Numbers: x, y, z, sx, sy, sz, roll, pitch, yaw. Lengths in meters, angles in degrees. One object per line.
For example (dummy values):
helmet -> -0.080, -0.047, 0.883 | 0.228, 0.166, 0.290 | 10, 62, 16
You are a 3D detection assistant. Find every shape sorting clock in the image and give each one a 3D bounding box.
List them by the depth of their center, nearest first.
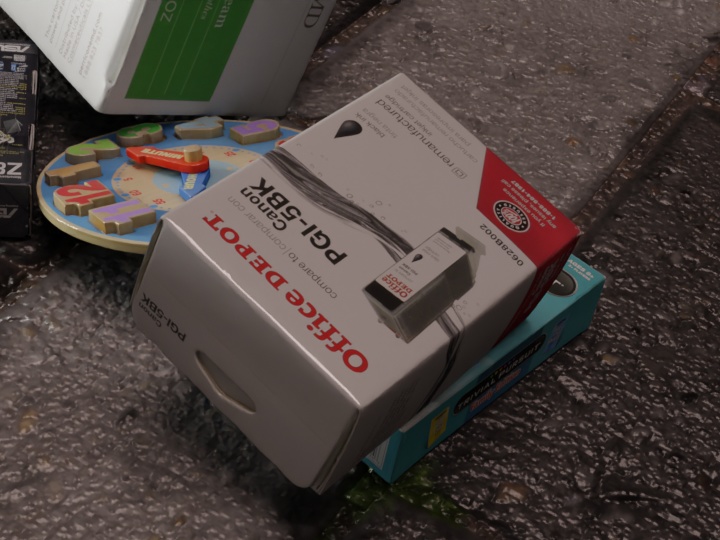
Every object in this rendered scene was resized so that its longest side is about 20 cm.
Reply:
shape sorting clock -> -0.103, -0.059, 0.899 | 0.199, 0.039, 0.200 | -3, 29, 2

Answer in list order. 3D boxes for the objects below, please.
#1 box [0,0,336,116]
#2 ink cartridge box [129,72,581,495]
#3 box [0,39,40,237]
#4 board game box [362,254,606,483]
box -> -0.129, -0.237, 0.980 | 0.171, 0.200, 0.200 | -6, 42, -46
ink cartridge box -> 0.000, 0.000, 0.769 | 0.147, 0.083, 0.200 | 42, 49, 13
box -> -0.307, -0.093, 0.913 | 0.199, 0.049, 0.162 | 2, 40, -13
board game box -> 0.030, 0.021, 0.870 | 0.151, 0.047, 0.200 | 36, 46, 24
